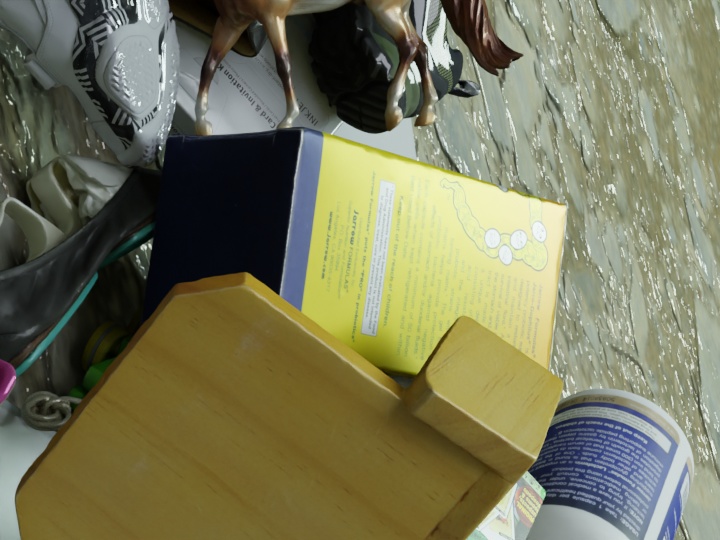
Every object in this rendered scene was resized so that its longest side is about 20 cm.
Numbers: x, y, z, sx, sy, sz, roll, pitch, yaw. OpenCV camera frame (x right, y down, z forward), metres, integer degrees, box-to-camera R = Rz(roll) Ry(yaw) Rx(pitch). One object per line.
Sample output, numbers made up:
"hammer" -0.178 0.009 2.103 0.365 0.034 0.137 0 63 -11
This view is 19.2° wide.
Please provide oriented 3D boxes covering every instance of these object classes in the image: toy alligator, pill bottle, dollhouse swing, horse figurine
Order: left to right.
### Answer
"toy alligator" -0.119 0.065 1.094 0.200 0.059 0.055 -30 144 -59
"dollhouse swing" -0.038 0.091 1.020 0.175 0.200 0.182 40 17 0
"horse figurine" -0.015 -0.137 1.108 0.198 0.050 0.134 -5 97 -20
"pill bottle" 0.148 0.179 1.417 0.116 0.115 0.200 62 33 -21

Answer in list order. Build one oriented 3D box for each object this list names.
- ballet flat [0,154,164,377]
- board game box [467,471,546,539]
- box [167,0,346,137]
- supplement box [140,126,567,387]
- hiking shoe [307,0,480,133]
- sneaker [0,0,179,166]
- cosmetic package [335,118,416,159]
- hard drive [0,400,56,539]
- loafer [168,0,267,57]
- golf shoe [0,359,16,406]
"ballet flat" -0.148 -0.018 1.070 0.069 0.068 0.200 54 35 -10
"board game box" 0.021 0.093 1.197 0.200 0.023 0.105 47 43 -14
"box" -0.056 -0.151 1.205 0.156 0.041 0.200 46 55 -14
"supplement box" 0.000 0.000 1.102 0.199 0.108 0.111 14 81 -43
"hiking shoe" 0.005 -0.182 1.194 0.100 0.075 0.202 -21 98 -43
"sneaker" -0.166 -0.138 1.057 0.075 0.114 0.201 -68 149 -45
"cosmetic package" -0.024 -0.110 1.302 0.101 0.071 0.202 9 71 -57
"hard drive" -0.143 0.154 1.039 0.200 0.026 0.133 41 45 -45
"loafer" -0.121 -0.174 1.103 0.199 0.073 0.073 17 70 -26
"golf shoe" -0.214 -0.014 0.934 0.075 0.091 0.202 -38 109 -55
